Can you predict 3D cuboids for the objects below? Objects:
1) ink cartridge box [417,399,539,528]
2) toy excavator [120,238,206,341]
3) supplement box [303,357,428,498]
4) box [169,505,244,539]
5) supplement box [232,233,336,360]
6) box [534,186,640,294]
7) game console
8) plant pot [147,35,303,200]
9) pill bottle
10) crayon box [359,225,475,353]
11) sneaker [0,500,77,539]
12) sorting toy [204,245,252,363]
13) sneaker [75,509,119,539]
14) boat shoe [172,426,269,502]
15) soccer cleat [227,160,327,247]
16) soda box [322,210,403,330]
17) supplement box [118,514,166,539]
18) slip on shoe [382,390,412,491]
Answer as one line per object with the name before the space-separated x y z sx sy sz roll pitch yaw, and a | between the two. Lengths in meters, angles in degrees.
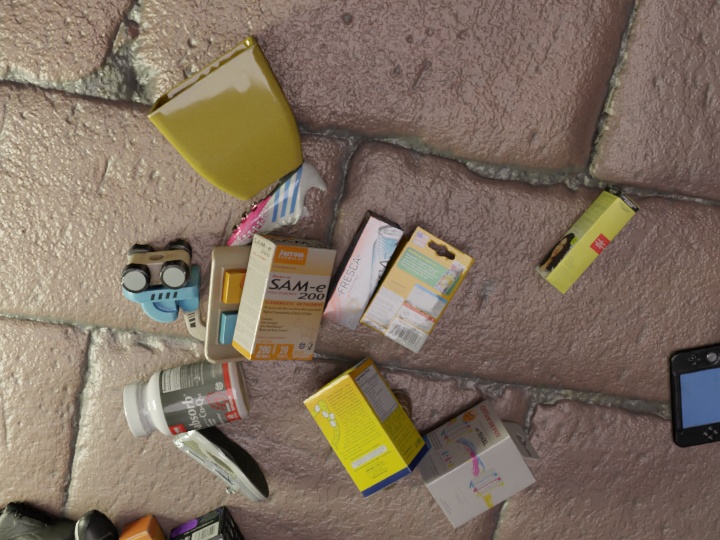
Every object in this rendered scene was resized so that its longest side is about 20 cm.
ink cartridge box | 0.214 0.345 1.579 0.200 0.129 0.125 -32 117 2
toy excavator | -0.305 0.056 1.491 0.193 0.100 0.201 -5 119 -5
supplement box | 0.012 0.274 1.518 0.109 0.109 0.200 -34 87 24
box | -0.264 0.566 1.609 0.122 0.106 0.201 -25 106 2
supplement box | -0.128 0.046 1.446 0.126 0.073 0.201 4 105 -36
box | 0.401 -0.055 1.532 0.050 0.075 0.200 39 97 -14
game console | 0.689 0.249 1.617 0.175 0.116 0.201 -9 105 -4
plant pot | -0.194 -0.229 1.373 0.195 0.194 0.200 -32 110 3
pill bottle | -0.302 0.224 1.512 0.199 0.116 0.116 -13 105 -2
crayon box | 0.098 0.030 1.535 0.125 0.052 0.200 29 101 -12
sneaker | -0.610 0.465 1.569 0.199 0.076 0.091 0 95 -10
sorting toy | -0.173 0.057 1.484 0.184 0.036 0.201 -3 105 -33
sneaker | -0.453 0.531 1.581 0.076 0.087 0.201 -30 116 -38
boat shoe | -0.251 0.354 1.576 0.202 0.074 0.065 43 103 -10
soccer cleat | -0.140 -0.097 1.468 0.086 0.070 0.200 42 97 -14
soda box | 0.000 0.000 1.511 0.068 0.064 0.201 24 102 -11
supplement box | -0.378 0.564 1.618 0.069 0.067 0.201 -25 105 1
slip on shoe | 0.057 0.324 1.602 0.076 0.061 0.201 13 103 -9
